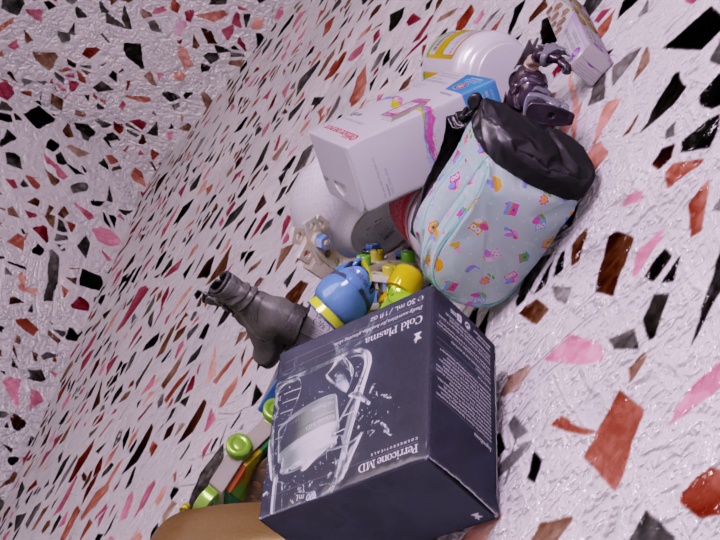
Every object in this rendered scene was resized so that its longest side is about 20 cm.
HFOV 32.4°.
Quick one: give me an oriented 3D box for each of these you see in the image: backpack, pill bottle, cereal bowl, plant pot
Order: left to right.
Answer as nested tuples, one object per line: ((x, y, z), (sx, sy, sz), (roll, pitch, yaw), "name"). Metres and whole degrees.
((-0.094, 0.319, 1.287), (0.199, 0.186, 0.188), (-24, 35, 34), "plant pot")
((0.011, -0.082, 1.641), (0.201, 0.199, 0.084), (-51, 47, 20), "cereal bowl")
((0.095, -0.075, 1.497), (0.113, 0.112, 0.200), (-54, 18, 8), "pill bottle")
((0.160, -0.260, 1.638), (0.112, 0.110, 0.200), (-57, 18, 1), "pill bottle")
((0.136, -0.064, 1.316), (0.201, 0.165, 0.127), (-55, 22, 28), "backpack")

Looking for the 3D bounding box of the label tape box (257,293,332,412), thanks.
((-0.059, 0.090, 1.650), (0.144, 0.065, 0.202), (123, 170, -55), "label tape box")

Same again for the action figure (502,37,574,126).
((0.206, -0.190, 1.434), (0.201, 0.068, 0.132), (-94, 9, -61), "action figure")

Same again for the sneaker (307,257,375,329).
((-0.011, 0.029, 1.375), (0.079, 0.066, 0.200), (-48, -3, -2), "sneaker")

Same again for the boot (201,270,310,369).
((-0.145, 0.056, 1.607), (0.068, 0.130, 0.200), (-64, 6, -23), "boot")

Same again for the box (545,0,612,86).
((0.266, -0.288, 1.520), (0.039, 0.041, 0.201), (-49, 19, 24), "box")

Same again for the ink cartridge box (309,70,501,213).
((0.056, -0.155, 1.451), (0.198, 0.086, 0.144), (-27, 20, -13), "ink cartridge box")

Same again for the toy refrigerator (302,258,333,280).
((0.000, -0.070, 1.816), (0.201, 0.070, 0.076), (-58, 11, -4), "toy refrigerator")

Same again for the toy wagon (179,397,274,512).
((-0.147, 0.253, 1.554), (0.200, 0.039, 0.156), (-43, -22, -34), "toy wagon")

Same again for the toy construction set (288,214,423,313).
((0.000, 0.000, 1.538), (0.199, 0.130, 0.093), (33, 124, 43), "toy construction set")

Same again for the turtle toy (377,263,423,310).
((0.050, 0.078, 1.350), (0.147, 0.100, 0.200), (-60, -3, -18), "turtle toy")

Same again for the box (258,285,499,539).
((0.021, 0.154, 1.189), (0.198, 0.124, 0.198), (-25, 42, 29), "box")

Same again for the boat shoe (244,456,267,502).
((-0.074, 0.233, 1.526), (0.201, 0.072, 0.067), (-60, -17, 19), "boat shoe")
